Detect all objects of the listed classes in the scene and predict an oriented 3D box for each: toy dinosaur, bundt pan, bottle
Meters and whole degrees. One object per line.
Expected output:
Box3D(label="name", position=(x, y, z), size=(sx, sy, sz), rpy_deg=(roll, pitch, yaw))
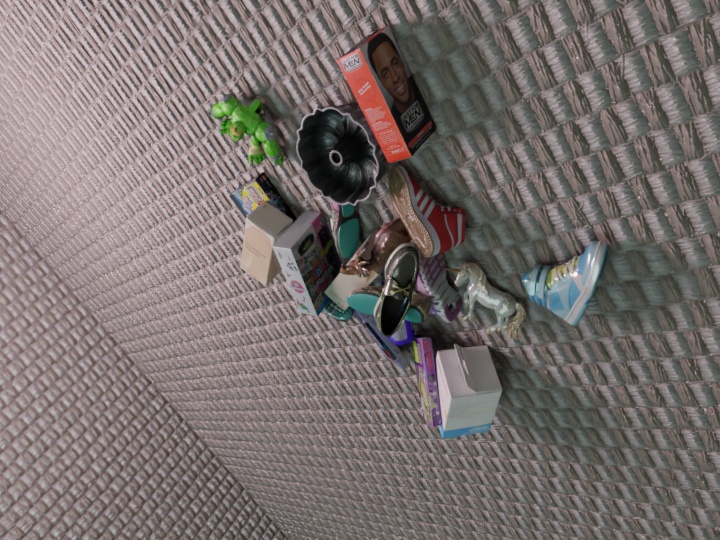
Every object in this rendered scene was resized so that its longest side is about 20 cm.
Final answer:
Box3D(label="toy dinosaur", position=(0.050, -0.052, 1.253), size=(0.086, 0.133, 0.203), rpy_deg=(48, 118, 49))
Box3D(label="bundt pan", position=(-0.029, -0.238, 1.217), size=(0.199, 0.076, 0.205), rpy_deg=(21, 130, 27))
Box3D(label="bottle", position=(0.084, 0.082, 1.445), size=(0.084, 0.064, 0.203), rpy_deg=(-113, 8, -51))

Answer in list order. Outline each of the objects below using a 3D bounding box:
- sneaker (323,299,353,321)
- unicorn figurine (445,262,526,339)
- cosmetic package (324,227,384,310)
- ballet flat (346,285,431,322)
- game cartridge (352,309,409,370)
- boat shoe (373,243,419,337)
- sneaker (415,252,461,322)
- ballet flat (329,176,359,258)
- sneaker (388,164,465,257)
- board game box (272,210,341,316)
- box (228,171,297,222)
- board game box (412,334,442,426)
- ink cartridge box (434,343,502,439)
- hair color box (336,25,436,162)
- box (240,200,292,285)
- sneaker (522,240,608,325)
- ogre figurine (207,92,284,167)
Box3D(label="sneaker", position=(-0.064, 0.088, 1.573), size=(0.092, 0.077, 0.199), rpy_deg=(54, 170, -34))
Box3D(label="unicorn figurine", position=(0.259, 0.059, 1.285), size=(0.196, 0.074, 0.139), rpy_deg=(20, 130, 5))
Box3D(label="cosmetic package", position=(0.000, 0.000, 1.422), size=(0.071, 0.106, 0.200), rpy_deg=(39, 145, -2))
Box3D(label="ballet flat", position=(0.067, 0.066, 1.343), size=(0.196, 0.076, 0.069), rpy_deg=(9, 130, 29))
Box3D(label="game cartridge", position=(0.041, 0.163, 1.560), size=(0.201, 0.038, 0.130), rpy_deg=(52, 176, -12))
Box3D(label="boat shoe", position=(0.076, 0.042, 1.226), size=(0.070, 0.061, 0.205), rpy_deg=(8, 123, -13))
Box3D(label="sneaker", position=(0.148, 0.026, 1.340), size=(0.087, 0.080, 0.203), rpy_deg=(9, 134, 46))
Box3D(label="ballet flat", position=(-0.041, -0.126, 1.372), size=(0.071, 0.068, 0.203), rpy_deg=(38, 143, 40))
Box3D(label="sneaker", position=(0.136, -0.127, 1.216), size=(0.203, 0.110, 0.071), rpy_deg=(66, 150, 17))
Box3D(label="board game box", position=(-0.119, -0.017, 1.474), size=(0.063, 0.148, 0.203), rpy_deg=(7, 132, 32))
Box3D(label="box", position=(-0.231, -0.137, 1.544), size=(0.135, 0.038, 0.202), rpy_deg=(-15, 116, 48))
Box3D(label="board game box", position=(0.158, 0.261, 1.472), size=(0.120, 0.031, 0.205), rpy_deg=(168, 95, -87))
Box3D(label="ink cartridge box", position=(0.243, 0.276, 1.419), size=(0.122, 0.130, 0.203), rpy_deg=(-6, 137, -8))
Box3D(label="hair color box", position=(0.050, -0.306, 1.072), size=(0.060, 0.102, 0.202), rpy_deg=(-6, 123, 45))
Box3D(label="box", position=(-0.237, -0.065, 1.523), size=(0.094, 0.078, 0.202), rpy_deg=(33, 143, 11))
Box3D(label="sneaker", position=(0.368, 0.008, 1.121), size=(0.129, 0.080, 0.203), rpy_deg=(25, 139, 18))
Box3D(label="ogre figurine", position=(-0.252, -0.318, 1.343), size=(0.202, 0.097, 0.120), rpy_deg=(55, 162, 6))
